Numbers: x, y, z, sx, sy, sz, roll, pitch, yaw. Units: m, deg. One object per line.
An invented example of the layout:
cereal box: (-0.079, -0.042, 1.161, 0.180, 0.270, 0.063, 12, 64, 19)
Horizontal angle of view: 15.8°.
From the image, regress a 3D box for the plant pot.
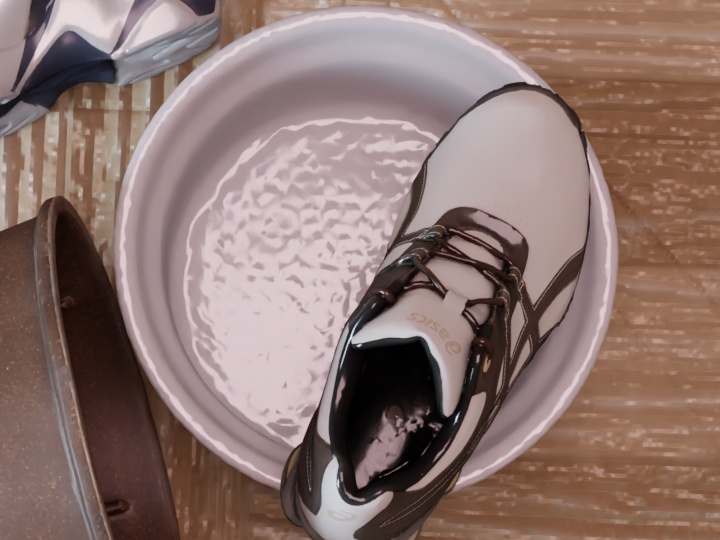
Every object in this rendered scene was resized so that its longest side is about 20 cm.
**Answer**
plant pot: (-0.184, 0.092, 1.000, 0.198, 0.200, 0.201, -14, 81, 1)

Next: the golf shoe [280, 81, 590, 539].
golf shoe: (0.037, 0.016, 0.971, 0.078, 0.095, 0.200, 23, 78, 2)

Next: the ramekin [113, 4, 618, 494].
ramekin: (0.000, 0.000, 1.068, 0.200, 0.098, 0.201, 1, 81, -4)

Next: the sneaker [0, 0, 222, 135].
sneaker: (-0.169, -0.125, 1.089, 0.199, 0.079, 0.130, -23, 81, -7)
